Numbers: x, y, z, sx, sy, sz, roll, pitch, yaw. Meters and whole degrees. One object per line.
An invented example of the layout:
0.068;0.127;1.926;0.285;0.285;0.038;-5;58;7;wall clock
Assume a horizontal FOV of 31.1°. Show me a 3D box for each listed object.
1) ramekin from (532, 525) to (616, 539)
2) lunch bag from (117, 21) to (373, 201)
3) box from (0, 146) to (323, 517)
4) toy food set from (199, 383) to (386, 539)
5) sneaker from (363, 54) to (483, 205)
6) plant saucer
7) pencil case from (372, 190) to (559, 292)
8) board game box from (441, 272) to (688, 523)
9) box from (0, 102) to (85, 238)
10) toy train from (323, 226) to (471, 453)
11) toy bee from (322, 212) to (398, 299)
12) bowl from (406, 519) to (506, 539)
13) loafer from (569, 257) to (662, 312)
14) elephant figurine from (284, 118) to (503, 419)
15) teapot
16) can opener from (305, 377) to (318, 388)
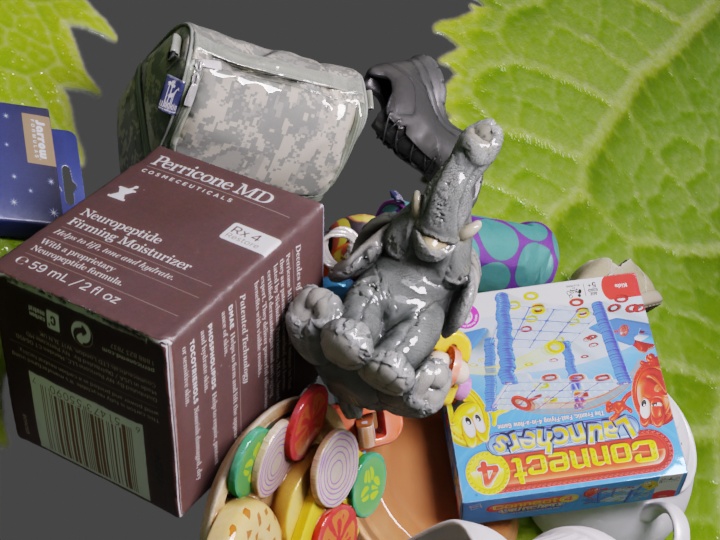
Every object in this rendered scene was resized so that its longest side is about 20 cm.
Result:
0.148;0.308;1.020;0.093;0.202;0.205;3;59;-32;ramekin
-0.108;-0.135;1.159;0.198;0.168;0.141;10;55;-30;lunch bag
-0.145;0.039;0.977;0.164;0.166;0.200;19;40;24;box
-0.054;0.190;0.987;0.200;0.048;0.200;43;62;-53;toy food set
0.061;-0.139;1.362;0.090;0.076;0.202;-7;57;-30;sneaker
0.065;0.188;1.157;0.198;0.037;0.202;19;51;-25;plant saucer
0.100;-0.021;1.290;0.198;0.086;0.093;8;32;-32;pencil case
0.169;0.111;1.151;0.197;0.056;0.198;-8;60;-2;board game box
-0.318;-0.087;1.071;0.198;0.032;0.123;5;58;-34;box
0.027;0.064;1.072;0.148;0.056;0.203;-6;102;-18;toy train
0.000;0.000;1.127;0.200;0.107;0.133;40;35;-61;toy bee
0.074;0.305;0.971;0.074;0.200;0.202;7;56;-37;bowl
0.243;0.027;1.374;0.199;0.076;0.069;-4;61;-48;loafer
0.043;0.004;0.988;0.141;0.154;0.202;44;65;-35;elephant figurine
0.247;0.173;1.222;0.201;0.146;0.197;51;46;4;teapot
-0.069;0.040;1.141;0.078;0.063;0.202;24;50;-20;can opener
